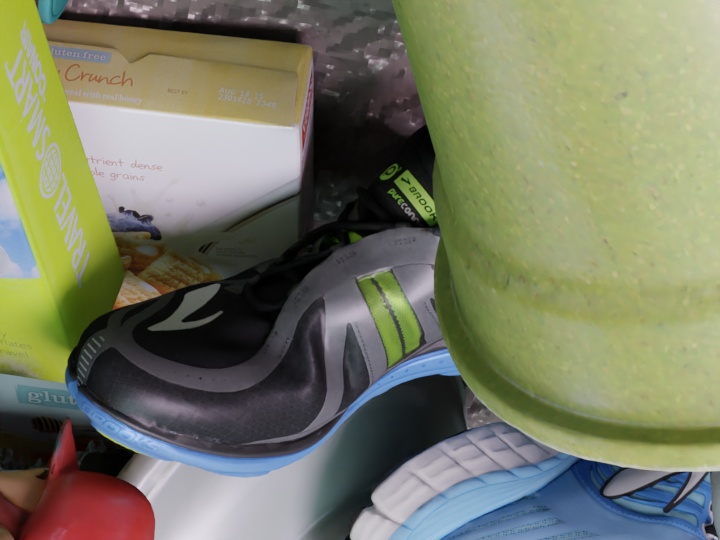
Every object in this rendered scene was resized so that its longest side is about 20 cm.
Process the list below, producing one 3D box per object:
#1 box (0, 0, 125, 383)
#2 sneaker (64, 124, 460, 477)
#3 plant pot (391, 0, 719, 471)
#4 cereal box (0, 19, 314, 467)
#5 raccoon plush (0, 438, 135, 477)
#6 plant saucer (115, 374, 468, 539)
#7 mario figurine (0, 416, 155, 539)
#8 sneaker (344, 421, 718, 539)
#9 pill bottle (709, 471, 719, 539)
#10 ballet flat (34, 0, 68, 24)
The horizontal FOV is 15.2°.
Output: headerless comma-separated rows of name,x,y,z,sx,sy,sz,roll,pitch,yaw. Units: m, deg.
box,-0.144,-0.046,0.754,0.121,0.048,0.200,8,146,13
sneaker,0.001,0.000,0.803,0.199,0.071,0.083,-18,134,-26
plant pot,0.080,-0.088,0.647,0.199,0.201,0.185,-11,126,21
cereal box,-0.086,-0.001,0.877,0.143,0.040,0.200,6,142,5
raccoon plush,-0.138,0.113,0.944,0.133,0.097,0.200,13,157,7
plant saucer,-0.020,0.111,0.892,0.050,0.200,0.201,33,154,32
mario figurine,-0.157,0.061,0.773,0.199,0.123,0.107,7,101,-15
sneaker,0.090,0.080,0.860,0.199,0.090,0.079,-28,151,-26
pill bottle,0.153,0.032,0.755,0.110,0.201,0.111,4,141,4
ballet flat,-0.088,-0.137,0.692,0.063,0.069,0.200,25,139,-1
